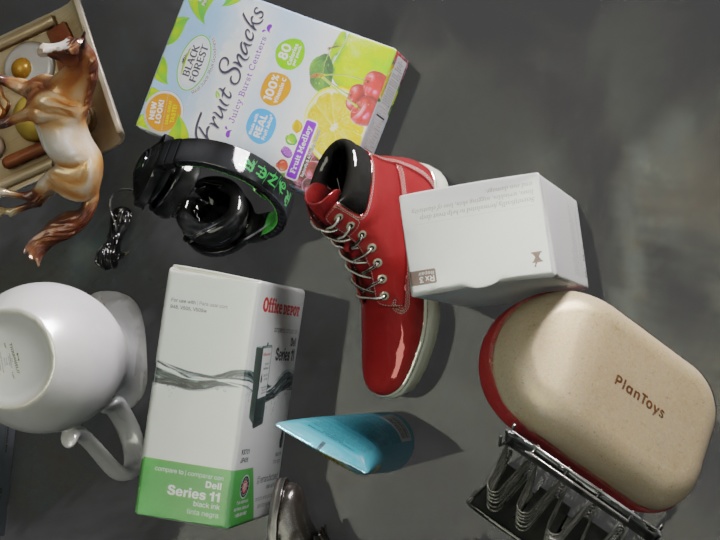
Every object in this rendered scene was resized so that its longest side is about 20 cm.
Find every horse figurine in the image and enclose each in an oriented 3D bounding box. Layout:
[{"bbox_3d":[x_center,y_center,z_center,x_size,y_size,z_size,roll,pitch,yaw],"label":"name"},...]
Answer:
[{"bbox_3d":[-0.273,-0.107,1.313,0.132,0.050,0.201,-10,117,2],"label":"horse figurine"}]

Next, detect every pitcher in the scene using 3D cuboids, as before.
[{"bbox_3d":[-0.239,0.096,1.262,0.121,0.200,0.172,-21,82,12],"label":"pitcher"}]

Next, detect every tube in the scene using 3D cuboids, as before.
[{"bbox_3d":[-0.003,0.137,1.198,0.077,0.200,0.051,21,90,16],"label":"tube"}]

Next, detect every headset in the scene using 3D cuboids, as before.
[{"bbox_3d":[-0.150,-0.050,1.295,0.199,0.123,0.094,-8,54,42],"label":"headset"}]

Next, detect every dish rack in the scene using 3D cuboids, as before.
[{"bbox_3d":[0.157,0.189,1.160,0.153,0.200,0.055,32,78,13],"label":"dish rack"}]

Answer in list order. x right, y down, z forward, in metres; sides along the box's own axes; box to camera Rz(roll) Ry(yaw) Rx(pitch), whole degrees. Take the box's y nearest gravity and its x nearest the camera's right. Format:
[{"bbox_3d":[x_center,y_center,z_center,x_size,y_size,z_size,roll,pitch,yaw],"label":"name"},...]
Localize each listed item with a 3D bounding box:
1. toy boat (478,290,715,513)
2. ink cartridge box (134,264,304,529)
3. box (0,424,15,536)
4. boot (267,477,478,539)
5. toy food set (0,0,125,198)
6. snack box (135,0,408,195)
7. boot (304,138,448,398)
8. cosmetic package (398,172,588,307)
[{"bbox_3d":[0.174,0.107,1.202,0.200,0.131,0.131,36,59,-17],"label":"toy boat"},{"bbox_3d":[-0.113,0.103,1.257,0.083,0.147,0.201,7,88,13],"label":"ink cartridge box"},{"bbox_3d":[-0.414,0.156,1.383,0.199,0.041,0.157,4,86,13],"label":"box"},{"bbox_3d":[0.022,0.253,1.260,0.173,0.069,0.201,-16,86,7],"label":"boot"},{"bbox_3d":[-0.320,-0.152,1.373,0.199,0.060,0.144,-22,81,11],"label":"toy food set"},{"bbox_3d":[-0.077,-0.153,1.315,0.199,0.053,0.143,22,90,15],"label":"snack box"},{"bbox_3d":[0.000,0.000,1.231,0.072,0.144,0.201,1,82,40],"label":"boot"},{"bbox_3d":[0.108,-0.019,1.182,0.112,0.200,0.082,-9,83,13],"label":"cosmetic package"}]
